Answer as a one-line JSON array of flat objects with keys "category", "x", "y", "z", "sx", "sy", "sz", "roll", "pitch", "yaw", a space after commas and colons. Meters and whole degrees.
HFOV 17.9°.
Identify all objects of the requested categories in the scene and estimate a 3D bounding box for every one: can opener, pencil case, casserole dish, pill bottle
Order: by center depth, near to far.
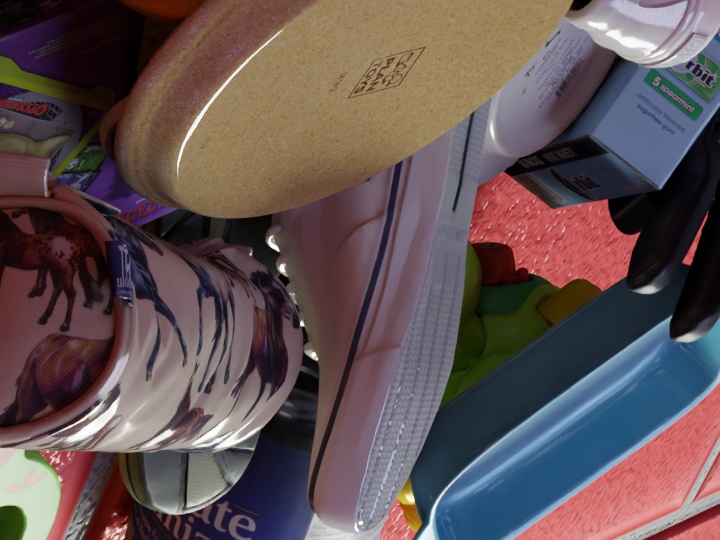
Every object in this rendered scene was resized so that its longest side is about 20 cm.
[{"category": "pencil case", "x": -0.081, "y": 0.018, "z": 0.784, "sx": 0.200, "sy": 0.078, "sz": 0.089, "roll": 20, "pitch": 87, "yaw": -74}, {"category": "pill bottle", "x": -0.033, "y": 0.073, "z": 1.019, "sx": 0.112, "sy": 0.112, "sz": 0.200, "roll": -22, "pitch": 139, "yaw": -48}, {"category": "can opener", "x": 0.152, "y": -0.019, "z": 1.020, "sx": 0.079, "sy": 0.063, "sz": 0.200, "roll": -48, "pitch": -171, "yaw": 24}, {"category": "casserole dish", "x": 0.095, "y": 0.063, "z": 1.062, "sx": 0.200, "sy": 0.039, "sz": 0.121, "roll": -34, "pitch": 154, "yaw": -10}]

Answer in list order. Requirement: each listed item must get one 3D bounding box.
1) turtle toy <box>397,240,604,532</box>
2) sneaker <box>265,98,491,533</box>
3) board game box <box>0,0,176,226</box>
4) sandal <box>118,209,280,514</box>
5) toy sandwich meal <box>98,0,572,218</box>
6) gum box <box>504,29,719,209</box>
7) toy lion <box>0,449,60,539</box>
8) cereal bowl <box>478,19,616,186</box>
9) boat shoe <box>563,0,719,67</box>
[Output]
[{"category": "turtle toy", "x": 0.049, "y": 0.041, "z": 1.126, "sx": 0.146, "sy": 0.101, "sz": 0.200, "roll": -39, "pitch": 155, "yaw": -3}, {"category": "sneaker", "x": 0.000, "y": 0.000, "z": 0.891, "sx": 0.073, "sy": 0.071, "sz": 0.200, "roll": 31, "pitch": 70, "yaw": -69}, {"category": "board game box", "x": -0.114, "y": -0.046, "z": 0.782, "sx": 0.200, "sy": 0.032, "sz": 0.120, "roll": -27, "pitch": 142, "yaw": -35}, {"category": "sandal", "x": -0.070, "y": -0.002, "z": 0.923, "sx": 0.080, "sy": 0.057, "sz": 0.201, "roll": 6, "pitch": 102, "yaw": -37}, {"category": "toy sandwich meal", "x": -0.004, "y": -0.097, "z": 0.775, "sx": 0.205, "sy": 0.070, "sz": 0.205, "roll": -28, "pitch": 161, "yaw": -11}, {"category": "gum box", "x": 0.155, "y": -0.123, "z": 1.072, "sx": 0.200, "sy": 0.045, "sz": 0.170, "roll": -54, "pitch": -172, "yaw": -8}, {"category": "toy lion", "x": -0.178, "y": 0.094, "z": 0.825, "sx": 0.192, "sy": 0.069, "sz": 0.200, "roll": -55, "pitch": 156, "yaw": 17}, {"category": "cereal bowl", "x": 0.056, "y": -0.110, "z": 0.983, "sx": 0.200, "sy": 0.083, "sz": 0.200, "roll": -40, "pitch": 150, "yaw": -29}, {"category": "boat shoe", "x": 0.089, "y": -0.173, "z": 0.887, "sx": 0.069, "sy": 0.200, "sz": 0.072, "roll": 15, "pitch": 155, "yaw": -40}]
